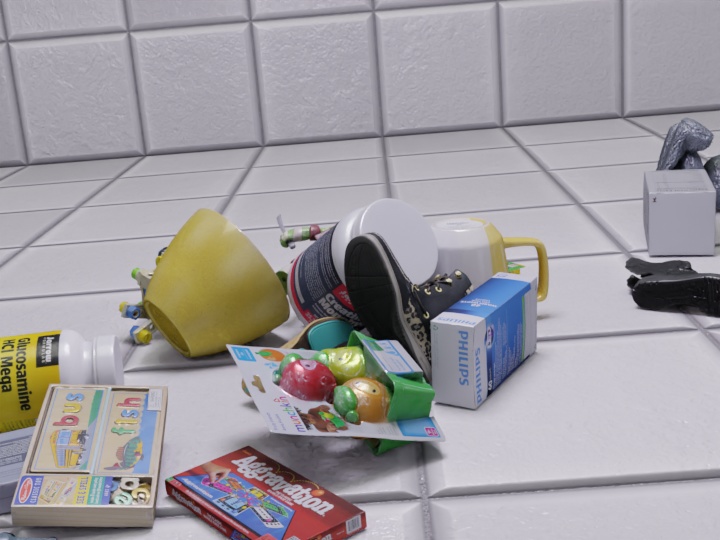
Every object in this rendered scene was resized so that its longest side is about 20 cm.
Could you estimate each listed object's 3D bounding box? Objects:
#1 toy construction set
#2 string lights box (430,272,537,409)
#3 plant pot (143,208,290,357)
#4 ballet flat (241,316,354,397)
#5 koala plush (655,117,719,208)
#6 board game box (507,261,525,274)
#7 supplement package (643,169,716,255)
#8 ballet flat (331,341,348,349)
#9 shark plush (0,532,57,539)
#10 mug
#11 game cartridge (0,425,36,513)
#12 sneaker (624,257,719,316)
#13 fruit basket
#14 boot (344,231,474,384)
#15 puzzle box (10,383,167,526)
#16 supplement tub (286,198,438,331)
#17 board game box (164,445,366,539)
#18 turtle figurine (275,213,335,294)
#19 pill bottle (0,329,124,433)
[{"bbox_3d":[-0.276,0.027,1.501,0.091,0.133,0.200,17,18,20],"label":"toy construction set"},{"bbox_3d":[0.156,0.081,1.204,0.058,0.104,0.200,7,19,30],"label":"string lights box"},{"bbox_3d":[-0.216,0.036,1.367,0.142,0.201,0.199,-40,31,-23],"label":"plant pot"},{"bbox_3d":[-0.080,0.109,1.253,0.063,0.069,0.199,-11,9,34],"label":"ballet flat"},{"bbox_3d":[0.681,-0.178,1.921,0.198,0.186,0.177,19,7,7],"label":"koala plush"},{"bbox_3d":[0.164,0.016,1.572,0.199,0.030,0.095,-19,22,-33],"label":"board game box"},{"bbox_3d":[0.555,-0.104,1.722,0.112,0.111,0.200,0,16,15],"label":"supplement package"},{"bbox_3d":[-0.045,0.142,1.174,0.066,0.057,0.200,45,33,9],"label":"ballet flat"},{"bbox_3d":[-0.370,0.264,0.859,0.198,0.091,0.083,10,27,-32],"label":"shark plush"},{"bbox_3d":[0.155,0.004,1.382,0.149,0.155,0.186,10,21,44],"label":"mug"},{"bbox_3d":[-0.365,0.209,1.036,0.198,0.042,0.133,-10,21,-19],"label":"game cartridge"},{"bbox_3d":[0.468,0.017,1.414,0.198,0.061,0.104,2,21,34],"label":"sneaker"},{"bbox_3d":[-0.027,0.121,1.051,0.198,0.095,0.185,13,18,-26],"label":"fruit basket"},{"bbox_3d":[0.066,0.026,1.205,0.073,0.205,0.153,-9,20,42],"label":"boot"},{"bbox_3d":[-0.269,0.182,1.002,0.131,0.026,0.201,2,28,-8],"label":"puzzle box"},{"bbox_3d":[0.000,0.000,1.337,0.139,0.142,0.200,-17,-11,-37],"label":"supplement tub"},{"bbox_3d":[-0.095,0.221,0.941,0.102,0.020,0.199,-15,19,-37],"label":"board game box"},{"bbox_3d":[-0.067,0.004,1.527,0.198,0.145,0.194,-6,28,33],"label":"turtle figurine"},{"bbox_3d":[-0.386,0.131,1.170,0.198,0.114,0.112,-7,16,-8],"label":"pill bottle"}]
